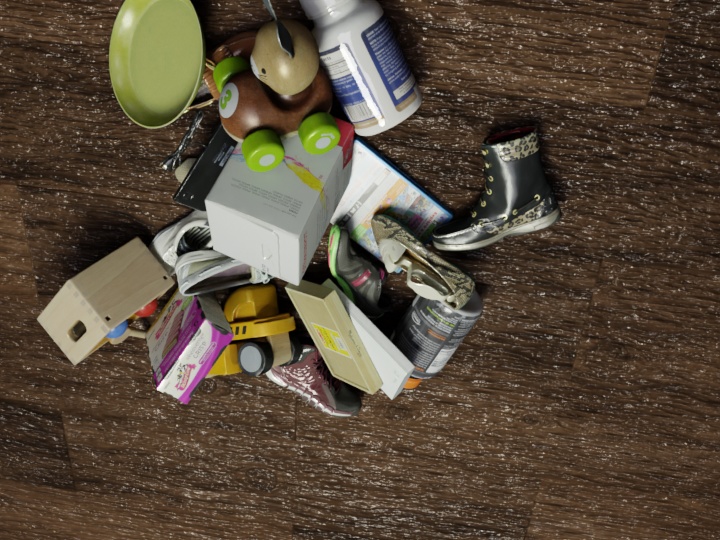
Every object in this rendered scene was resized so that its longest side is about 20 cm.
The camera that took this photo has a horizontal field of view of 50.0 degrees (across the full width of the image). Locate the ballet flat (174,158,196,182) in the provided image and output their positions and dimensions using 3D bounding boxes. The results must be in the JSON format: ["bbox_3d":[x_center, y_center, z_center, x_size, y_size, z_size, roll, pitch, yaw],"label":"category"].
[{"bbox_3d":[-0.207,-0.122,1.230,0.197,0.063,0.068,20,123,-4],"label":"ballet flat"}]

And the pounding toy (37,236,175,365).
[{"bbox_3d":[-0.416,0.069,1.311,0.143,0.184,0.199,51,132,-4],"label":"pounding toy"}]

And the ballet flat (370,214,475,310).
[{"bbox_3d":[0.086,-0.009,1.197,0.199,0.076,0.068,36,147,4],"label":"ballet flat"}]

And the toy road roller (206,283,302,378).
[{"bbox_3d":[-0.204,0.103,1.338,0.198,0.122,0.148,-8,90,29],"label":"toy road roller"}]

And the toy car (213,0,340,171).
[{"bbox_3d":[-0.113,-0.260,0.982,0.156,0.166,0.201,-19,153,-11],"label":"toy car"}]

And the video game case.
[{"bbox_3d":[0.028,-0.101,1.235,0.199,0.018,0.143,36,119,-14],"label":"video game case"}]

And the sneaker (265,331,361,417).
[{"bbox_3d":[-0.070,0.182,1.396,0.198,0.076,0.116,27,119,-8],"label":"sneaker"}]

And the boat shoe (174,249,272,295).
[{"bbox_3d":[-0.201,0.001,1.271,0.199,0.065,0.075,-5,143,-20],"label":"boat shoe"}]

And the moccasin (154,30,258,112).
[{"bbox_3d":[-0.216,-0.283,1.120,0.199,0.078,0.074,-17,116,18],"label":"moccasin"}]

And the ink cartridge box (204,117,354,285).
[{"bbox_3d":[-0.112,-0.113,1.103,0.143,0.202,0.146,21,153,6],"label":"ink cartridge box"}]

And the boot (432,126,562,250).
[{"bbox_3d":[0.191,-0.122,1.167,0.201,0.074,0.155,-14,116,12],"label":"boot"}]

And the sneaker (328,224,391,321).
[{"bbox_3d":[0.000,0.000,1.275,0.083,0.077,0.201,-15,130,11],"label":"sneaker"}]

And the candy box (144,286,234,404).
[{"bbox_3d":[-0.285,0.107,1.266,0.061,0.200,0.137,34,95,-27],"label":"candy box"}]

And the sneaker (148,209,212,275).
[{"bbox_3d":[-0.301,-0.042,1.289,0.073,0.071,0.199,41,121,-17],"label":"sneaker"}]

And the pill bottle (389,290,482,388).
[{"bbox_3d":[0.114,0.108,1.300,0.105,0.107,0.201,26,122,-8],"label":"pill bottle"}]

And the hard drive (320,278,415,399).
[{"bbox_3d":[0.002,0.116,1.285,0.200,0.026,0.132,45,155,14],"label":"hard drive"}]

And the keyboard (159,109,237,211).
[{"bbox_3d":[-0.219,-0.181,1.141,0.126,0.021,0.201,19,112,-49],"label":"keyboard"}]

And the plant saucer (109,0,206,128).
[{"bbox_3d":[-0.283,-0.303,1.094,0.198,0.031,0.203,4,98,35],"label":"plant saucer"}]

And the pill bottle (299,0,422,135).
[{"bbox_3d":[-0.002,-0.298,1.059,0.110,0.111,0.201,-20,117,20],"label":"pill bottle"}]

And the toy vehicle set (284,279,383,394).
[{"bbox_3d":[-0.044,0.109,1.289,0.124,0.026,0.202,15,138,53],"label":"toy vehicle set"}]
